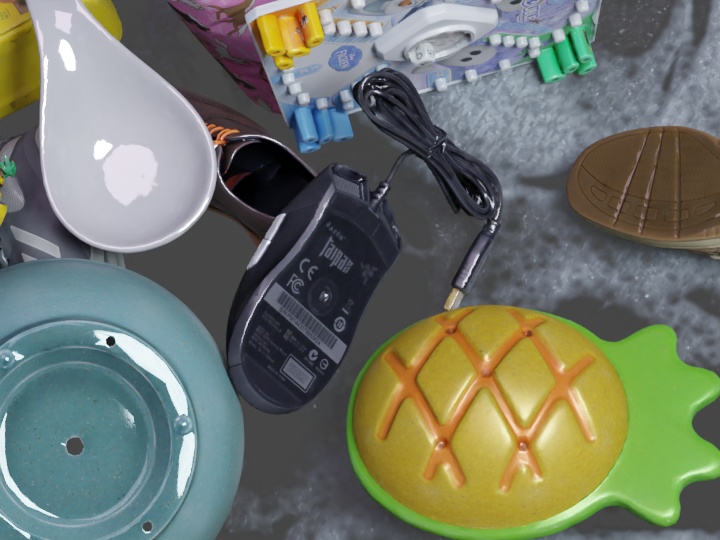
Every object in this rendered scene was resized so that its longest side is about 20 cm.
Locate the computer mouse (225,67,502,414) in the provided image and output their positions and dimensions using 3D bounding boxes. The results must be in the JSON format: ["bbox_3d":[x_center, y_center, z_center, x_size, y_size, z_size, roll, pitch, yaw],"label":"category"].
[{"bbox_3d":[0.000,0.000,0.942,0.046,0.140,0.201,10,69,51],"label":"computer mouse"}]

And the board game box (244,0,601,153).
[{"bbox_3d":[0.045,-0.128,0.951,0.199,0.200,0.026,-16,77,1],"label":"board game box"}]

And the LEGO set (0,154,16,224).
[{"bbox_3d":[-0.262,0.001,0.906,0.200,0.154,0.116,-43,64,-13],"label":"LEGO set"}]

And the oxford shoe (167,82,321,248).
[{"bbox_3d":[-0.080,-0.071,1.007,0.199,0.073,0.071,32,72,22],"label":"oxford shoe"}]

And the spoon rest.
[{"bbox_3d":[-0.154,-0.100,0.968,0.099,0.061,0.201,-27,71,-5],"label":"spoon rest"}]

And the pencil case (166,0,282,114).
[{"bbox_3d":[-0.060,-0.162,0.982,0.086,0.200,0.083,29,81,22],"label":"pencil case"}]

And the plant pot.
[{"bbox_3d":[-0.148,0.088,0.858,0.199,0.134,0.202,1,85,-13],"label":"plant pot"}]

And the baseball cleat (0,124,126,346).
[{"bbox_3d":[-0.184,0.005,1.000,0.106,0.070,0.201,-19,59,17],"label":"baseball cleat"}]

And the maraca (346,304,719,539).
[{"bbox_3d":[0.090,0.080,0.886,0.198,0.107,0.138,0,62,8],"label":"maraca"}]

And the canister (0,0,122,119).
[{"bbox_3d":[-0.259,-0.202,1.095,0.148,0.087,0.201,-30,64,-7],"label":"canister"}]

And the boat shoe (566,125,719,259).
[{"bbox_3d":[0.213,-0.034,0.951,0.199,0.064,0.072,9,73,33],"label":"boat shoe"}]
